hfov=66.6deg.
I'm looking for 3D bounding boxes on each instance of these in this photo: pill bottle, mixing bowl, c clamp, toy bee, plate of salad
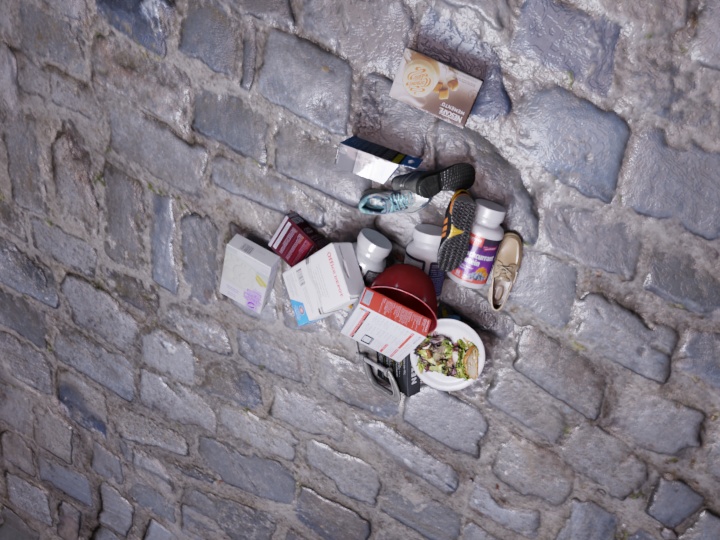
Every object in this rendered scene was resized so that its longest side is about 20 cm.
[{"bbox_3d":[0.296,-0.069,1.382,0.108,0.112,0.205,18,113,7],"label":"pill bottle"},{"bbox_3d":[0.108,0.056,1.335,0.195,0.110,0.202,17,149,11],"label":"mixing bowl"},{"bbox_3d":[0.045,0.289,1.564,0.198,0.027,0.175,25,133,51],"label":"c clamp"},{"bbox_3d":[0.000,0.000,1.450,0.114,0.117,0.203,29,113,2],"label":"pill bottle"},{"bbox_3d":[0.168,-0.010,1.435,0.112,0.116,0.206,13,112,9],"label":"pill bottle"},{"bbox_3d":[0.257,0.177,1.481,0.194,0.134,0.109,11,156,17],"label":"toy bee"},{"bbox_3d":[0.224,0.225,1.421,0.193,0.048,0.207,4,109,11],"label":"plate of salad"}]

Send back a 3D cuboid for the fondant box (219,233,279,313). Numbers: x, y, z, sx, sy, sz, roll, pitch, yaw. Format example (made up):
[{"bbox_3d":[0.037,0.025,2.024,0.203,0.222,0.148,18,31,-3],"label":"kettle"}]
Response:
[{"bbox_3d":[-0.320,0.012,1.571,0.141,0.059,0.203,27,134,4],"label":"fondant box"}]

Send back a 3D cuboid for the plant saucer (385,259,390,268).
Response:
[{"bbox_3d":[0.001,0.022,1.537,0.194,0.032,0.207,5,110,12],"label":"plant saucer"}]

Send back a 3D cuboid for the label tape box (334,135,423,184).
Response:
[{"bbox_3d":[0.047,-0.266,1.359,0.195,0.145,0.065,21,113,6],"label":"label tape box"}]

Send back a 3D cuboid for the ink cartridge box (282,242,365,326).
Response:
[{"bbox_3d":[-0.092,0.035,1.399,0.197,0.083,0.150,-27,77,36],"label":"ink cartridge box"}]

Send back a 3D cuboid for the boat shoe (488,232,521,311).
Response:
[{"bbox_3d":[0.374,0.006,1.414,0.069,0.065,0.206,9,111,11],"label":"boat shoe"}]

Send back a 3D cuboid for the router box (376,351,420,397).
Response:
[{"bbox_3d":[0.103,0.227,1.525,0.148,0.050,0.206,26,124,52],"label":"router box"}]

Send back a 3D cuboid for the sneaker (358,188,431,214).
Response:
[{"bbox_3d":[0.086,-0.172,1.415,0.194,0.087,0.080,-6,109,17],"label":"sneaker"}]

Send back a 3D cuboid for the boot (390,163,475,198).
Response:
[{"bbox_3d":[0.180,-0.233,1.366,0.130,0.195,0.070,26,126,53],"label":"boot"}]

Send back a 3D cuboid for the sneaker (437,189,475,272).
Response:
[{"bbox_3d":[0.232,-0.098,1.339,0.068,0.091,0.205,10,116,-1],"label":"sneaker"}]

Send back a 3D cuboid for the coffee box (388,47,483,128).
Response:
[{"bbox_3d":[0.180,-0.433,1.300,0.196,0.080,0.117,26,114,5],"label":"coffee box"}]

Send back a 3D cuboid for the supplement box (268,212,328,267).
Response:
[{"bbox_3d":[-0.149,-0.050,1.516,0.200,0.061,0.110,44,115,9],"label":"supplement box"}]

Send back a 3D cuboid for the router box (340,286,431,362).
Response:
[{"bbox_3d":[0.056,0.138,1.343,0.176,0.050,0.201,27,150,-4],"label":"router box"}]
